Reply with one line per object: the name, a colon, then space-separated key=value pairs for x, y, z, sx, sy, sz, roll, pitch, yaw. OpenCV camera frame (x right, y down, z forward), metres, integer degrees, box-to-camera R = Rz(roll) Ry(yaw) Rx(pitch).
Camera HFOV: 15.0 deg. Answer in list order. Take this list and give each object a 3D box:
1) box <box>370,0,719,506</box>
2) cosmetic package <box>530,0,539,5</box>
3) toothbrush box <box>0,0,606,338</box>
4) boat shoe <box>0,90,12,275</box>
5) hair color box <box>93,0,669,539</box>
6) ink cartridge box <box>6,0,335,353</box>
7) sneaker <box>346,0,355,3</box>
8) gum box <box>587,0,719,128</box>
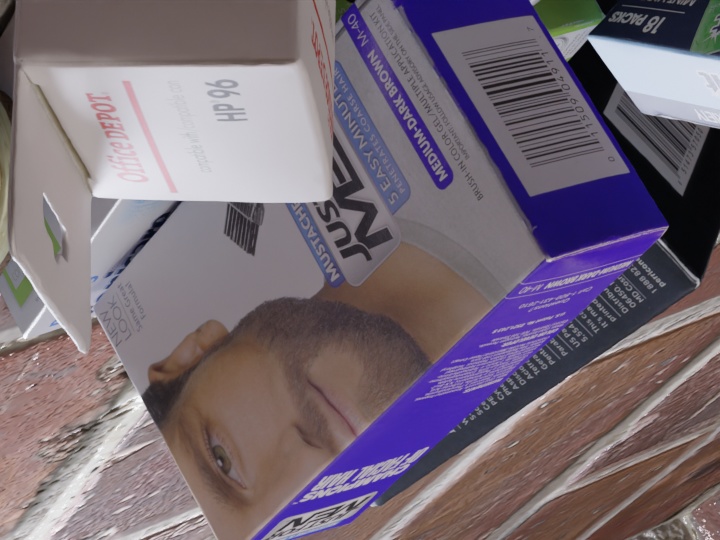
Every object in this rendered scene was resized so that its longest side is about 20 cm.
box: x=0.057 y=-0.017 z=1.195 sx=0.200 sy=0.107 sz=0.148 roll=-38 pitch=-167 yaw=33
cosmetic package: x=0.121 y=-0.183 z=0.888 sx=0.151 sy=0.052 sz=0.200 roll=-36 pitch=172 yaw=-30
toothbrush box: x=-0.035 y=-0.067 z=1.000 sx=0.200 sy=0.086 sz=0.146 roll=-17 pitch=161 yaw=-34
boat shoe: x=-0.190 y=-0.001 z=0.983 sx=0.076 sy=0.072 sz=0.200 roll=-1 pitch=151 yaw=-39
hair color box: x=0.000 y=0.000 z=0.911 sx=0.065 sy=0.109 sz=0.200 roll=-14 pitch=157 yaw=-41
ink cartridge box: x=-0.041 y=-0.087 z=0.667 sx=0.068 sy=0.200 sz=0.116 roll=0 pitch=166 yaw=4
sneaker: x=0.030 y=-0.172 z=0.843 sx=0.089 sy=0.077 sz=0.200 roll=-57 pitch=-175 yaw=-38
gum box: x=0.198 y=-0.126 z=0.936 sx=0.200 sy=0.045 sz=0.170 roll=-47 pitch=-150 yaw=-13
